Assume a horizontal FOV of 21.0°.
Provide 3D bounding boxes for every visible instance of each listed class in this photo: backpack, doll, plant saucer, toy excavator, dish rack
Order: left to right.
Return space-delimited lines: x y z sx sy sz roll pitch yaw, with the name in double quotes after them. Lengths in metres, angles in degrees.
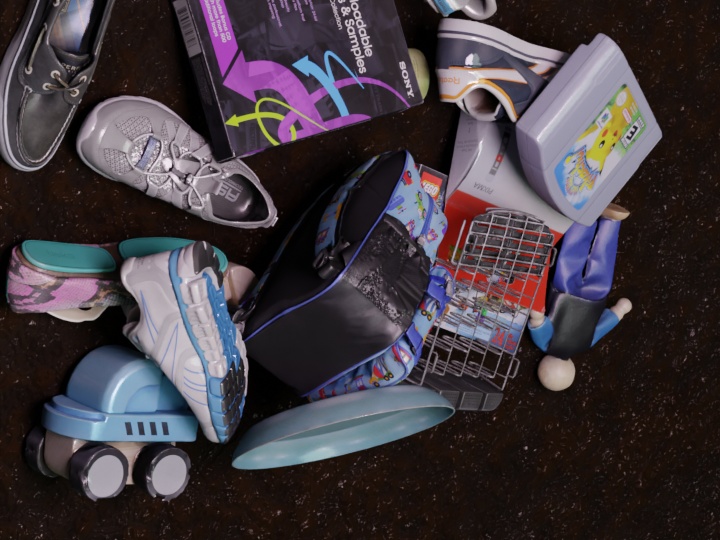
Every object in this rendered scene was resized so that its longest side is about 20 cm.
-0.180 0.090 1.688 0.194 0.100 0.201 3 99 -40 "toy excavator"
-0.017 0.134 1.683 0.199 0.200 0.028 -3 74 -36 "plant saucer"
0.000 0.000 1.698 0.134 0.182 0.201 42 48 -15 "backpack"
0.102 0.036 1.785 0.153 0.054 0.201 7 104 -52 "dish rack"
0.225 0.030 1.995 0.136 0.048 0.201 3 108 -37 "doll"

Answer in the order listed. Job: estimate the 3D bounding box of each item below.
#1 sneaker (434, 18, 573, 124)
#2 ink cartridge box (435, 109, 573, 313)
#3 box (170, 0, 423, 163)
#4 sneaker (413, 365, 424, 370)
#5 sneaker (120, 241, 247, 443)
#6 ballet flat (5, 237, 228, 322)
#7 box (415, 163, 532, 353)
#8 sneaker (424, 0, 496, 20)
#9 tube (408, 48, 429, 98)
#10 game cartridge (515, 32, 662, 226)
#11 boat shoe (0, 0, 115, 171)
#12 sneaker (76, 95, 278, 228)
0.139 -0.168 1.760 0.199 0.078 0.080 11 88 -40 "sneaker"
0.153 -0.075 1.849 0.162 0.050 0.201 20 73 -41 "ink cartridge box"
-0.051 -0.185 1.655 0.199 0.036 0.144 -19 93 -32 "box"
0.009 0.079 1.822 0.070 0.090 0.200 -54 132 -5 "sneaker"
-0.150 0.060 1.620 0.075 0.086 0.201 -74 157 -52 "sneaker"
-0.209 0.011 1.647 0.199 0.069 0.071 -1 128 -33 "ballet flat"
0.093 -0.010 1.866 0.199 0.038 0.137 20 87 -41 "box"
0.061 -0.268 1.679 0.199 0.075 0.087 12 61 -49 "sneaker"
-0.034 -0.169 1.710 0.199 0.058 0.052 -7 158 -32 "tube"
0.209 -0.120 1.791 0.133 0.040 0.200 -48 150 -2 "game cartridge"
-0.239 -0.171 1.539 0.068 0.057 0.201 7 105 -40 "boat shoe"
-0.146 -0.089 1.631 0.199 0.082 0.075 20 97 -41 "sneaker"
